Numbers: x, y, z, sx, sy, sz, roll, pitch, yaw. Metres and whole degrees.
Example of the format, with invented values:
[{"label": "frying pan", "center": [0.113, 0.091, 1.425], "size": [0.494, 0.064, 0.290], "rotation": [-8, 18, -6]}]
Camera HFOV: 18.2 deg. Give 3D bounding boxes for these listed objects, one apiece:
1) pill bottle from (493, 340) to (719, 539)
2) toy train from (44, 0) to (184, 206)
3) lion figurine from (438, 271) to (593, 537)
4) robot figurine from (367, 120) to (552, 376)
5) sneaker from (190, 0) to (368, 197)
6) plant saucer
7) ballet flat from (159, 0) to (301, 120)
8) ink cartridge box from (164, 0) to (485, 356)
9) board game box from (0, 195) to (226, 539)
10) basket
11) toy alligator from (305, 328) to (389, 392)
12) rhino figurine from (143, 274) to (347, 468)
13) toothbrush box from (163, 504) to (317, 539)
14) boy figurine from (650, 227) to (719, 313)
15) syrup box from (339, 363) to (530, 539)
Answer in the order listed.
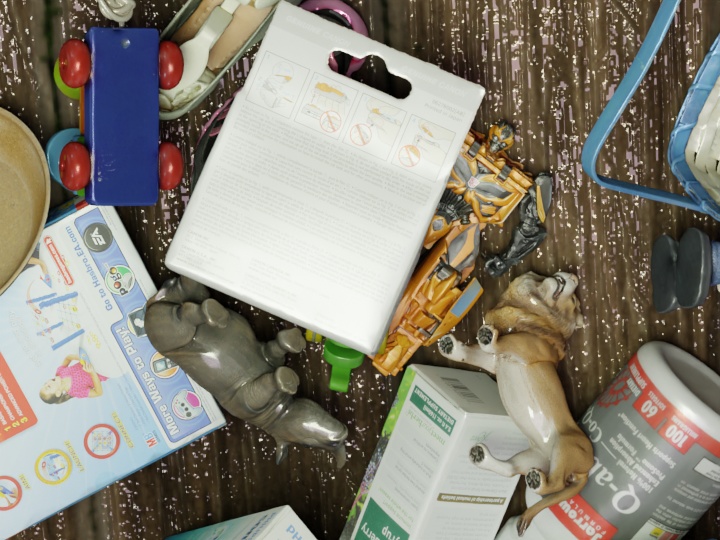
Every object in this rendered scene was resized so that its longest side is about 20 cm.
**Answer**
[{"label": "pill bottle", "center": [0.195, 0.160, 1.667], "size": [0.116, 0.116, 0.200], "rotation": [36, 107, -7]}, {"label": "toy train", "center": [-0.182, -0.147, 1.586], "size": [0.084, 0.116, 0.201], "rotation": [-1, 93, -26]}, {"label": "lion figurine", "center": [0.128, 0.095, 1.619], "size": [0.072, 0.122, 0.201], "rotation": [-23, 70, 38]}, {"label": "robot figurine", "center": [0.049, -0.026, 1.651], "size": [0.145, 0.058, 0.200], "rotation": [36, 106, -7]}, {"label": "sneaker", "center": [-0.066, -0.102, 1.619], "size": [0.079, 0.095, 0.200], "rotation": [28, 108, -7]}, {"label": "plant saucer", "center": [-0.309, -0.030, 1.618], "size": [0.199, 0.201, 0.035], "rotation": [-16, 148, 9]}, {"label": "ballet flat", "center": [-0.090, -0.186, 1.610], "size": [0.067, 0.064, 0.200], "rotation": [39, 105, -5]}, {"label": "ink cartridge box", "center": [-0.024, -0.063, 1.559], "size": [0.160, 0.050, 0.201], "rotation": [23, 88, 2]}, {"label": "board game box", "center": [-0.231, 0.069, 1.674], "size": [0.195, 0.056, 0.201], "rotation": [-27, 105, -4]}, {"label": "basket", "center": [0.265, -0.113, 1.557], "size": [0.199, 0.139, 0.177], "rotation": [18, 110, -34]}, {"label": "toy alligator", "center": [0.000, 0.000, 1.604], "size": [0.059, 0.054, 0.201], "rotation": [12, 108, 1]}, {"label": "rhino figurine", "center": [-0.078, 0.076, 1.643], "size": [0.200, 0.060, 0.087], "rotation": [46, 137, -19]}, {"label": "toothbrush box", "center": [-0.081, 0.266, 1.679], "size": [0.147, 0.085, 0.200], "rotation": [52, 146, -11]}, {"label": "boy figurine", "center": [0.306, 0.005, 1.620], "size": [0.199, 0.124, 0.065], "rotation": [5, 81, -26]}, {"label": "syrup box", "center": [0.051, 0.178, 1.689], "size": [0.081, 0.079, 0.201], "rotation": [8, 111, -38]}]
